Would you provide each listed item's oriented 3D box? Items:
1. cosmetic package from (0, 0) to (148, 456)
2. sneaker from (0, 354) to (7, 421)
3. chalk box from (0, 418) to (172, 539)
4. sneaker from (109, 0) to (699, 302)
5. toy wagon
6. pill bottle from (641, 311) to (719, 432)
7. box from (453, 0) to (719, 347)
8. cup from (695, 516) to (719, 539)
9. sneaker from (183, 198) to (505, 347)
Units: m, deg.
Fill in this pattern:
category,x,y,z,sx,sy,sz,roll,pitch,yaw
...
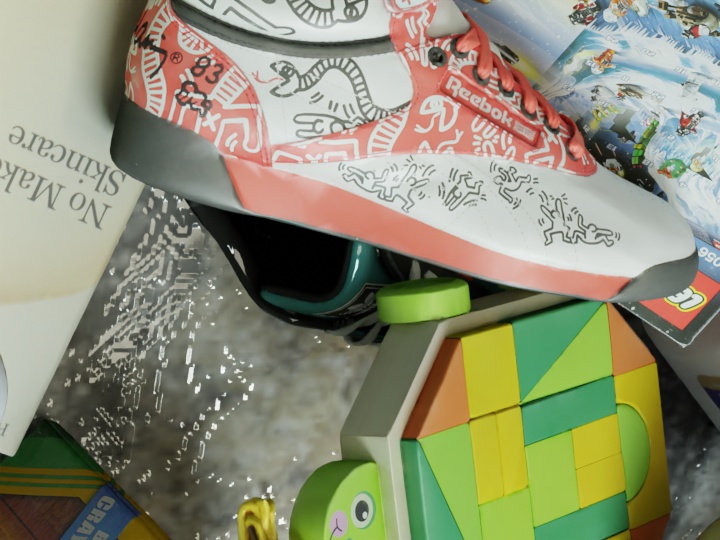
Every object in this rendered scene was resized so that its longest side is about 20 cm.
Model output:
category,x,y,z,sx,sy,sz,roll,pitch,yaw
cosmetic package,-0.124,-0.053,0.711,0.103,0.073,0.201,22,94,-34
sneaker,-0.196,-0.003,0.606,0.199,0.108,0.070,35,94,3
chalk box,-0.081,0.165,0.736,0.124,0.200,0.124,-44,123,-10
sneaker,0.028,-0.061,0.685,0.200,0.067,0.109,13,105,-11
toy wagon,0.039,0.079,0.744,0.199,0.039,0.156,-13,98,-49
pill bottle,0.214,0.052,0.921,0.120,0.120,0.200,-46,124,-9
box,0.070,-0.078,0.727,0.199,0.040,0.137,34,129,-5
cup,0.193,0.152,0.817,0.199,0.143,0.202,2,107,5
sneaker,0.000,0.000,0.787,0.071,0.080,0.200,-39,123,24
